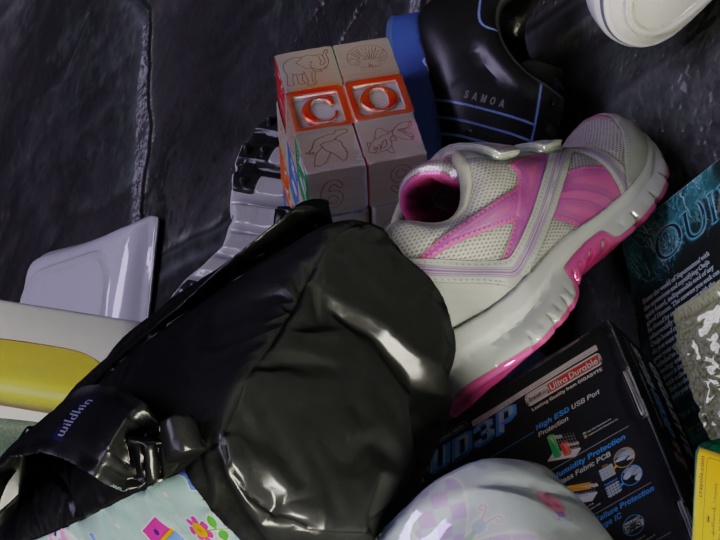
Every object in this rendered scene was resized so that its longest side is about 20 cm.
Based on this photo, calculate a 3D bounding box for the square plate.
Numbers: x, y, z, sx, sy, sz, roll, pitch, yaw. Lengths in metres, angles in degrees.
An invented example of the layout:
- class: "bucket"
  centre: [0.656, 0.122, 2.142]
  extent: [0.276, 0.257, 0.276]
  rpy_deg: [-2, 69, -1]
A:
- class: "square plate"
  centre: [-0.207, 0.069, 1.465]
  extent: [0.200, 0.028, 0.198]
  rpy_deg: [-15, 66, 57]

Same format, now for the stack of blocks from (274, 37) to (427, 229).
- class: "stack of blocks"
  centre: [0.000, 0.000, 1.023]
  extent: [0.200, 0.059, 0.115]
  rpy_deg: [88, 169, -46]

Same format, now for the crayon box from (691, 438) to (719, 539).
- class: "crayon box"
  centre: [0.172, 0.164, 0.710]
  extent: [0.119, 0.058, 0.200]
  rpy_deg: [13, 106, 54]

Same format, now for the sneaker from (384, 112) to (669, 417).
- class: "sneaker"
  centre: [0.066, -0.026, 0.905]
  extent: [0.081, 0.088, 0.200]
  rpy_deg: [-44, 1, 39]

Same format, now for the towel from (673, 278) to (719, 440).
- class: "towel"
  centre: [0.194, 0.063, 0.752]
  extent: [0.148, 0.036, 0.200]
  rpy_deg: [-51, 52, 41]

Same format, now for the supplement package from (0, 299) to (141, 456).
- class: "supplement package"
  centre: [-0.190, 0.106, 1.226]
  extent: [0.151, 0.200, 0.152]
  rpy_deg: [155, 123, -69]

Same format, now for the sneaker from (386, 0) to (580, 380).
- class: "sneaker"
  centre: [0.073, -0.049, 1.007]
  extent: [0.078, 0.070, 0.200]
  rpy_deg: [-20, 74, 17]

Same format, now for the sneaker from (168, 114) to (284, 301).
- class: "sneaker"
  centre: [-0.057, 0.015, 1.161]
  extent: [0.066, 0.091, 0.200]
  rpy_deg: [10, 62, 22]

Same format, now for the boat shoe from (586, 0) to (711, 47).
- class: "boat shoe"
  centre: [0.171, -0.171, 0.894]
  extent: [0.200, 0.072, 0.066]
  rpy_deg: [-51, 34, 24]

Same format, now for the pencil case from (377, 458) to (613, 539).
- class: "pencil case"
  centre: [0.077, 0.158, 0.720]
  extent: [0.091, 0.083, 0.200]
  rpy_deg: [-54, 48, 20]

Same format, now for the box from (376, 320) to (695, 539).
- class: "box"
  centre: [0.052, 0.134, 0.847]
  extent: [0.200, 0.046, 0.159]
  rpy_deg: [-33, 42, 15]

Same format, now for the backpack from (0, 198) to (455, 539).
- class: "backpack"
  centre: [-0.062, 0.081, 0.829]
  extent: [0.200, 0.127, 0.167]
  rpy_deg: [-32, 13, 42]

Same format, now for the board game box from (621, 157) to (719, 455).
- class: "board game box"
  centre: [0.185, -0.004, 0.838]
  extent: [0.200, 0.028, 0.135]
  rpy_deg: [-42, 45, 45]
